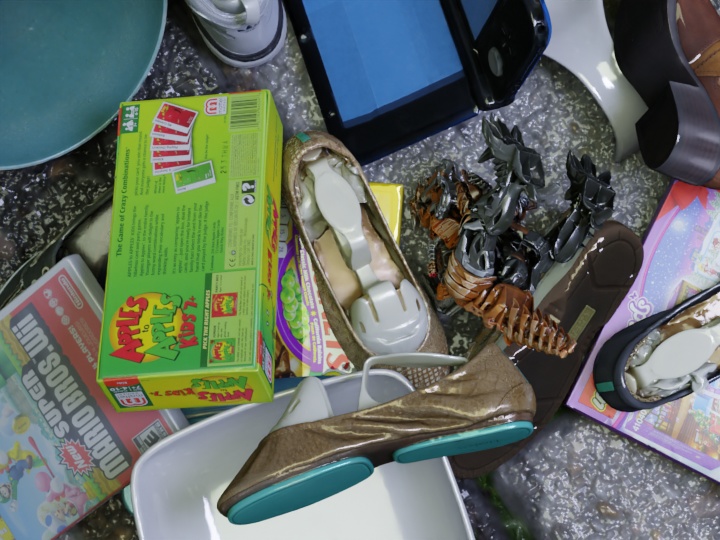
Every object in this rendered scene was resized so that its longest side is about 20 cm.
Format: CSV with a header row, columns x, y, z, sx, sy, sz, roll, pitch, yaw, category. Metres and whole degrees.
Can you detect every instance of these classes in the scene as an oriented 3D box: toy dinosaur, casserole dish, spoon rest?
x,y,z,sx,sy,sz,roll,pitch,yaw,category
0.095,-0.014,1.159,0.200,0.102,0.136,48,115,31,toy dinosaur
-0.064,0.134,1.199,0.198,0.039,0.122,-5,89,3,casserole dish
0.135,-0.169,1.222,0.099,0.061,0.201,-35,86,0,spoon rest

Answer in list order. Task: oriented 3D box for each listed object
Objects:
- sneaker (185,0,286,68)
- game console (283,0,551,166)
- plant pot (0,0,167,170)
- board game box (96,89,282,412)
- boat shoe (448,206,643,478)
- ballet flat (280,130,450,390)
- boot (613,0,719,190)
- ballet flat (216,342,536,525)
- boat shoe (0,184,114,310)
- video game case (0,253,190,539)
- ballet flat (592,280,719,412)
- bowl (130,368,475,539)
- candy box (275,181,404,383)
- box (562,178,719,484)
x,y,z,sx,sy,sz,roll,pitch,yaw,category
-0.106,-0.238,1.208,0.075,0.115,0.201,-25,86,-4,sneaker
0.024,-0.195,1.179,0.118,0.171,0.201,-16,77,-14,game console
-0.245,-0.187,1.194,0.200,0.200,0.135,-45,48,-1,plant pot
-0.104,-0.014,1.140,0.101,0.048,0.201,-4,61,9,board game box
0.108,0.045,1.208,0.072,0.076,0.200,37,92,-37,boat shoe
0.000,0.000,1.188,0.070,0.065,0.201,-30,89,-5,ballet flat
0.270,-0.120,1.181,0.199,0.069,0.189,13,47,-23,boot
0.004,0.090,1.078,0.199,0.068,0.073,-18,69,2,ballet flat
-0.193,0.001,1.228,0.069,0.057,0.200,43,89,4,boat shoe
-0.219,0.102,1.204,0.200,0.017,0.143,-37,84,24,video game case
0.242,0.034,1.159,0.199,0.073,0.073,-27,85,1,ballet flat
-0.030,0.174,1.142,0.199,0.075,0.201,-19,89,1,bowl
-0.027,0.037,1.233,0.101,0.026,0.202,4,87,0,candy box
0.240,0.031,1.214,0.136,0.039,0.201,27,88,4,box
